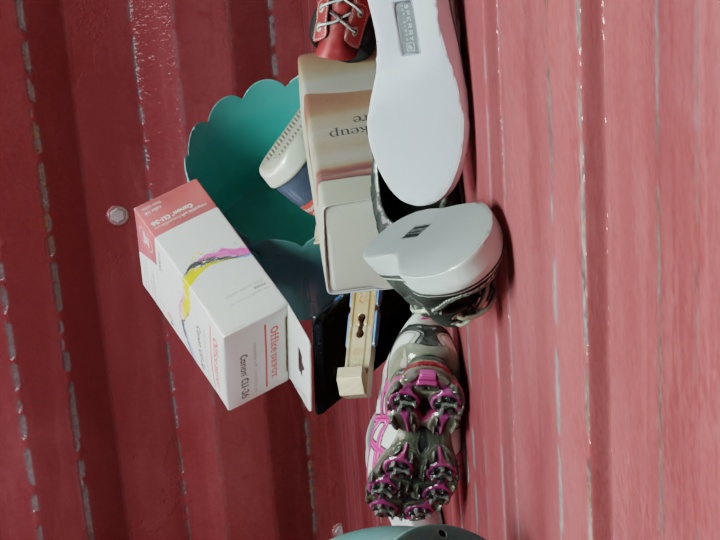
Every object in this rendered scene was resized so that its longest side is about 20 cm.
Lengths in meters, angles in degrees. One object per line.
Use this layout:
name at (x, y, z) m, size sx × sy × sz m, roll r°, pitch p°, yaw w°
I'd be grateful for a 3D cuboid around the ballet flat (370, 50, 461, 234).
ballet flat at (0.033, -0.087, 1.645) m, size 0.057 × 0.066 × 0.201 m, roll 2°, pitch -96°, yaw -76°

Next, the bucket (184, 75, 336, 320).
bucket at (-0.060, -0.063, 2.133) m, size 0.135 × 0.206 × 0.208 m, roll 89°, pitch 174°, yaw -50°

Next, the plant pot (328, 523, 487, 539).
plant pot at (0.033, 0.241, 1.463) m, size 0.134 × 0.200 × 0.201 m, roll -50°, pitch 39°, yaw 46°

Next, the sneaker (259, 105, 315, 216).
sneaker at (-0.006, -0.120, 1.951) m, size 0.075 × 0.085 × 0.200 m, roll -25°, pitch 26°, yaw 54°

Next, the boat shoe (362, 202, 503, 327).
boat shoe at (0.060, 0.000, 1.501) m, size 0.064 × 0.071 × 0.200 m, roll 52°, pitch 173°, yaw -11°

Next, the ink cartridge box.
ink cartridge box at (-0.117, 0.035, 2.002) m, size 0.200 × 0.067 × 0.117 m, roll 52°, pitch 159°, yaw 30°

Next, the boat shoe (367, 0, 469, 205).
boat shoe at (0.042, -0.146, 1.568) m, size 0.070 × 0.071 × 0.201 m, roll -33°, pitch -64°, yaw -63°

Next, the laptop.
laptop at (0.002, -0.005, 2.010) m, size 0.103 × 0.200 × 0.177 m, roll 42°, pitch 158°, yaw 22°

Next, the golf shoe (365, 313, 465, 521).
golf shoe at (0.047, 0.118, 1.832) m, size 0.200 × 0.072 × 0.092 m, roll 102°, pitch 173°, yaw -45°

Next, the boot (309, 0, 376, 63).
boot at (-0.008, -0.240, 1.734) m, size 0.200 × 0.072 × 0.145 m, roll 75°, pitch -152°, yaw -66°

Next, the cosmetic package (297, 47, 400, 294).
cosmetic package at (0.011, -0.082, 1.779) m, size 0.200 × 0.103 × 0.087 m, roll -102°, pitch 6°, yaw -50°

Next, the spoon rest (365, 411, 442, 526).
spoon rest at (0.039, 0.205, 2.119) m, size 0.099 × 0.060 × 0.201 m, roll 89°, pitch 175°, yaw -55°

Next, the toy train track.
toy train track at (0.000, 0.000, 1.834) m, size 0.033 × 0.114 × 0.201 m, roll 28°, pitch -118°, yaw -52°
